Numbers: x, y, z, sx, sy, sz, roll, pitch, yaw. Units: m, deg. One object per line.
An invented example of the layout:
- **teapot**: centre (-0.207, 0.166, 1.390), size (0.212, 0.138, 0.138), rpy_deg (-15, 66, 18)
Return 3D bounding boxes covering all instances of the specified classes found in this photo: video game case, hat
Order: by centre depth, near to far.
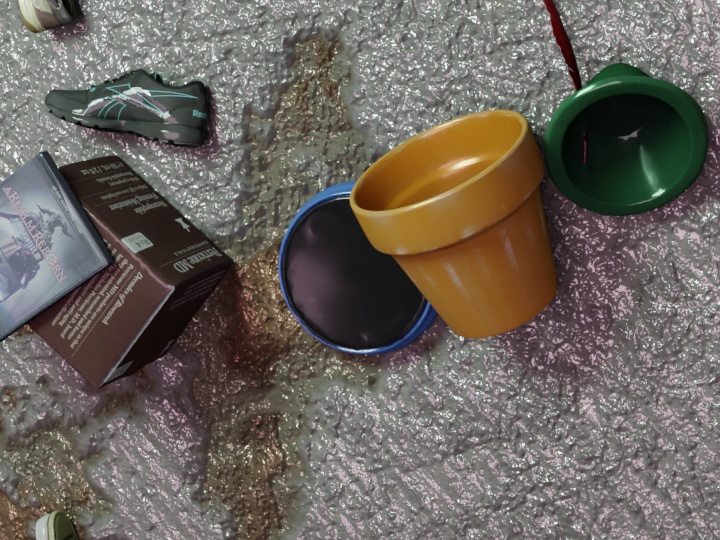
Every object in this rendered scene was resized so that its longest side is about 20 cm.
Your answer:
- **hat**: centre (0.267, -0.187, 1.438), size (0.165, 0.176, 0.200), rpy_deg (-7, 131, 9)
- **video game case**: centre (-0.381, -0.020, 1.521), size (0.200, 0.019, 0.143), rpy_deg (-32, 88, 24)

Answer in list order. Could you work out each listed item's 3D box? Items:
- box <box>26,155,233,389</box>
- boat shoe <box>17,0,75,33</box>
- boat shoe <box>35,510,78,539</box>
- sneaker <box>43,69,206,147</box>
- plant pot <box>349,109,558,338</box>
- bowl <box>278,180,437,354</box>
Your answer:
- **box**: centre (-0.293, -0.003, 1.592), size (0.200, 0.166, 0.164), rpy_deg (41, 110, 7)
- **boat shoe**: centre (-0.369, -0.380, 1.599), size (0.065, 0.073, 0.201), rpy_deg (-5, 103, 9)
- **boat shoe**: centre (-0.392, 0.407, 1.761), size (0.068, 0.075, 0.201), rpy_deg (-7, 99, 15)
- **sneaker**: centre (-0.270, -0.195, 1.604), size (0.199, 0.075, 0.080), rpy_deg (11, 93, 9)
- **plant pot**: centre (0.116, -0.039, 1.435), size (0.200, 0.200, 0.184), rpy_deg (-18, 114, 22)
- **bowl**: centre (0.000, 0.000, 1.558), size (0.200, 0.039, 0.201), rpy_deg (4, 103, 18)
